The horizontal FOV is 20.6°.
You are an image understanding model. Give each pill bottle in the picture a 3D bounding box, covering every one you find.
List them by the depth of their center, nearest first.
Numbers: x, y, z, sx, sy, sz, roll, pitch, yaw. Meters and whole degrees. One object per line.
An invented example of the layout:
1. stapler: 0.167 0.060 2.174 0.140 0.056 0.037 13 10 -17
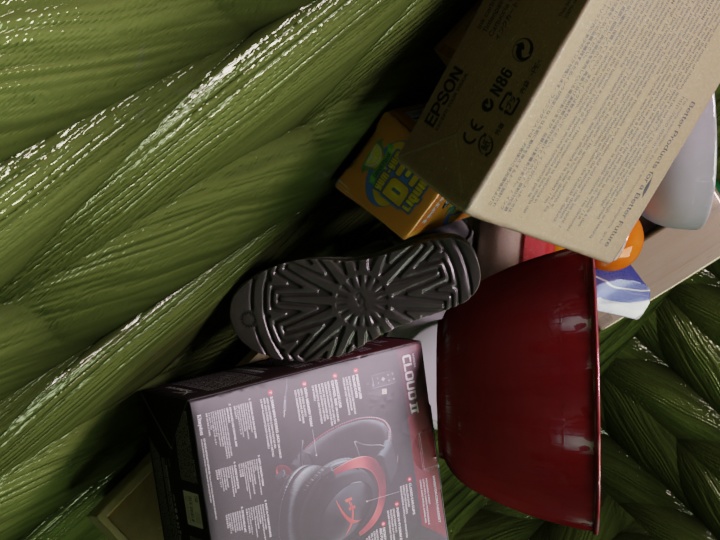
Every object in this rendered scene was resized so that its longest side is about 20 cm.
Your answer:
1. pill bottle: 0.072 0.076 1.679 0.111 0.111 0.200 -47 -179 3

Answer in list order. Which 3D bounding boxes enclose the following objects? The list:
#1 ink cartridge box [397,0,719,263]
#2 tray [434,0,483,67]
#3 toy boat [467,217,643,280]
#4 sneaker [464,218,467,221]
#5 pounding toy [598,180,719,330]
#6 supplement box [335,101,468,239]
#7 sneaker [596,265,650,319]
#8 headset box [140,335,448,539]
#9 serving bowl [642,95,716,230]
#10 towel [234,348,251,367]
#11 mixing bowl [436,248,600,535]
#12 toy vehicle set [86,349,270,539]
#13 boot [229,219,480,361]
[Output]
1. ink cartridge box: 0.137 -0.119 1.206 0.165 0.075 0.200 17 107 -50
2. tray: 0.129 -0.117 1.285 0.099 0.037 0.200 -47 141 -5
3. toy boat: 0.150 -0.034 1.494 0.131 0.130 0.201 112 -12 -71
4. sneaker: 0.135 -0.032 1.733 0.200 0.077 0.085 -39 171 -32
5. pounding toy: 0.257 -0.069 1.860 0.200 0.142 0.184 -32 -170 0
6. supplement box: 0.062 -0.075 1.336 0.067 0.069 0.200 -54 164 23
7. sneaker: 0.167 -0.055 1.588 0.080 0.199 0.115 11 114 -36
8. headset box: -0.032 0.131 1.312 0.200 0.149 0.075 -14 -170 -30
9. serving bowl: 0.219 -0.128 1.519 0.066 0.201 0.200 -7 164 -2
10. towel: -0.097 0.116 1.474 0.200 0.050 0.148 -45 172 -1
11. mixing bowl: 0.107 0.079 1.347 0.200 0.108 0.201 0 90 -86
12. toy vehicle set: -0.074 0.143 1.364 0.200 0.124 0.027 -45 -169 -19
13. boot: -0.001 0.002 1.368 0.181 0.073 0.200 -10 -168 -2
